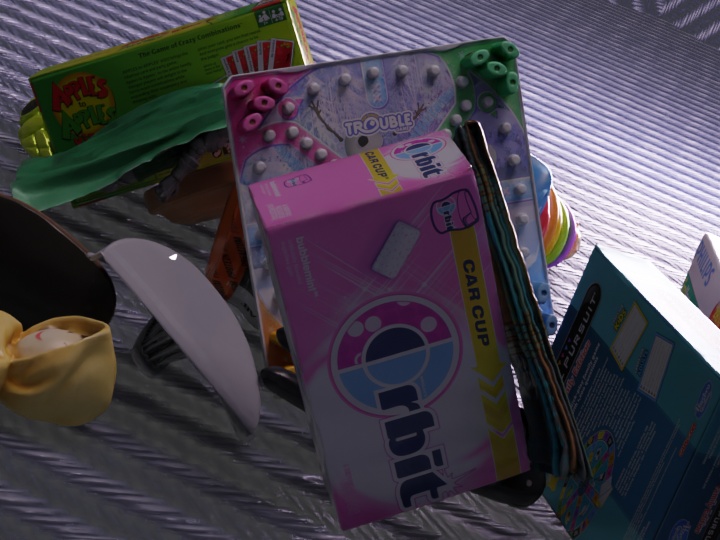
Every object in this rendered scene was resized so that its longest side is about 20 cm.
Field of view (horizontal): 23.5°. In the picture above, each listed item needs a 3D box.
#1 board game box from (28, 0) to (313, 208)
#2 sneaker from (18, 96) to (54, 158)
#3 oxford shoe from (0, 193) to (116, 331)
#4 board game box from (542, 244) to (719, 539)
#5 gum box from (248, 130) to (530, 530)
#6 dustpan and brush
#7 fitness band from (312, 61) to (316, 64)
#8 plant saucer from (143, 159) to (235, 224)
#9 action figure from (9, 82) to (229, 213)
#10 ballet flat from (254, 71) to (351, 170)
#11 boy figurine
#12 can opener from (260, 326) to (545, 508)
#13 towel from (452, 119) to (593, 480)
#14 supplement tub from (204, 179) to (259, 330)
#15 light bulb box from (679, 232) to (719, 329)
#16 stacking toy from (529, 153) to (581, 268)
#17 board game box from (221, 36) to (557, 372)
[{"bbox_3d":[-0.131,-0.125,1.270,0.198,0.103,0.048,-16,13,8],"label":"board game box"},{"bbox_3d":[-0.172,-0.098,1.356,0.198,0.075,0.084,5,-23,7],"label":"sneaker"},{"bbox_3d":[-0.227,-0.019,1.072,0.199,0.072,0.071,27,10,16],"label":"oxford shoe"},{"bbox_3d":[0.169,0.094,1.058,0.047,0.152,0.200,15,19,-21],"label":"board game box"},{"bbox_3d":[0.019,0.039,0.949,0.112,0.202,0.066,-16,26,-6],"label":"gum box"},{"bbox_3d":[-0.111,0.031,1.054,0.140,0.057,0.200,51,15,-9],"label":"dustpan and brush"},{"bbox_3d":[-0.054,-0.135,1.505,0.200,0.037,0.145,35,36,-47],"label":"fitness band"},{"bbox_3d":[-0.064,-0.070,1.305,0.198,0.033,0.200,-17,0,0],"label":"plant saucer"},{"bbox_3d":[-0.143,-0.086,1.213,0.198,0.055,0.118,-22,27,0],"label":"action figure"},{"bbox_3d":[0.015,-0.077,1.139,0.198,0.057,0.067,14,38,-16],"label":"ballet flat"},{"bbox_3d":[-0.227,0.034,0.920,0.198,0.065,0.124,17,15,-3],"label":"boy figurine"},{"bbox_3d":[0.029,0.093,1.051,0.199,0.064,0.078,23,-28,-22],"label":"can opener"},{"bbox_3d":[0.085,0.021,0.983,0.021,0.202,0.147,-17,-4,-1],"label":"towel"},{"bbox_3d":[0.000,0.000,1.188,0.198,0.123,0.123,18,18,-10],"label":"supplement tub"},{"bbox_3d":[0.344,0.084,1.340,0.198,0.126,0.198,20,18,-2],"label":"light bulb box"},{"bbox_3d":[0.150,-0.039,1.556,0.109,0.117,0.199,34,7,33],"label":"stacking toy"},{"bbox_3d":[0.023,-0.038,1.110,0.198,0.202,0.026,-10,4,-15],"label":"board game box"}]
